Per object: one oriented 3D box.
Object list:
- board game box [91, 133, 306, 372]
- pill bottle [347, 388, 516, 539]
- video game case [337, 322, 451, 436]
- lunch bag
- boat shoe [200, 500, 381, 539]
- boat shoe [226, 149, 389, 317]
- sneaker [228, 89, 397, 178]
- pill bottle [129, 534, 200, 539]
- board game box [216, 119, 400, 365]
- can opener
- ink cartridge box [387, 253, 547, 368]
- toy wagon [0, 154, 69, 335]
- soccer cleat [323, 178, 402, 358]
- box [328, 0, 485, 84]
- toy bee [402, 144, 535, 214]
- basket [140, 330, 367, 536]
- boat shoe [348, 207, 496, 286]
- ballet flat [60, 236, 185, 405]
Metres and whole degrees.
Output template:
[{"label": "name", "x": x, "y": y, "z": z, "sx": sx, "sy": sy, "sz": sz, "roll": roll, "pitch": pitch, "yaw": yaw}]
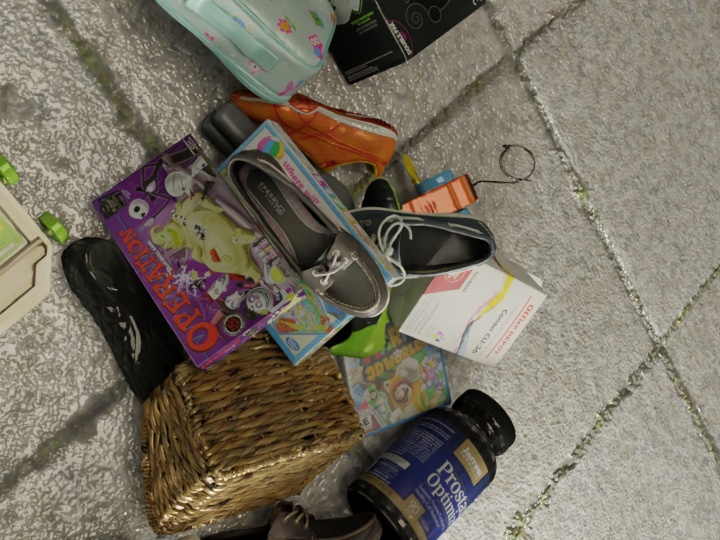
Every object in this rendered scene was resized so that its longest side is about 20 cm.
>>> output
[{"label": "board game box", "x": -0.154, "y": -0.021, "z": 0.757, "sx": 0.120, "sy": 0.032, "sz": 0.201, "roll": -37, "pitch": 73, "yaw": -3}, {"label": "pill bottle", "x": 0.088, "y": 0.233, "z": 0.935, "sx": 0.199, "sy": 0.111, "sz": 0.113, "roll": -38, "pitch": 108, "yaw": -26}, {"label": "video game case", "x": 0.035, "y": 0.083, "z": 0.959, "sx": 0.142, "sy": 0.018, "sz": 0.203, "roll": -14, "pitch": 96, "yaw": -31}, {"label": "lunch bag", "x": -0.120, "y": -0.272, "z": 0.801, "sx": 0.199, "sy": 0.077, "sz": 0.162, "roll": 38, "pitch": 39, "yaw": -25}, {"label": "boat shoe", "x": -0.075, "y": 0.282, "z": 0.831, "sx": 0.197, "sy": 0.074, "sz": 0.074, "roll": -15, "pitch": 91, "yaw": -12}, {"label": "boat shoe", "x": -0.054, "y": -0.031, "z": 0.742, "sx": 0.067, "sy": 0.057, "sz": 0.200, "roll": -44, "pitch": 81, "yaw": 14}, {"label": "sneaker", "x": -0.051, "y": -0.149, "z": 0.882, "sx": 0.198, "sy": 0.073, "sz": 0.078, "roll": 16, "pitch": 107, "yaw": -21}, {"label": "pill bottle", "x": -0.236, "y": 0.315, "z": 0.731, "sx": 0.198, "sy": 0.111, "sz": 0.113, "roll": -12, "pitch": 95, "yaw": -32}, {"label": "board game box", "x": -0.074, "y": -0.028, "z": 0.796, "sx": 0.134, "sy": 0.034, "sz": 0.201, "roll": -40, "pitch": 82, "yaw": 13}, {"label": "can opener", "x": -0.082, "y": -0.109, "z": 0.874, "sx": 0.200, "sy": 0.053, "sz": 0.067, "roll": 47, "pitch": 54, "yaw": -22}, {"label": "ink cartridge box", "x": 0.137, "y": 0.038, "z": 0.948, "sx": 0.198, "sy": 0.068, "sz": 0.117, "roll": 22, "pitch": 110, "yaw": -33}, {"label": "toy wagon", "x": -0.364, "y": -0.037, "z": 0.701, "sx": 0.155, "sy": 0.039, "sz": 0.201, "roll": -45, "pitch": 111, "yaw": -25}, {"label": "soccer cleat", "x": 0.000, "y": 0.000, "z": 0.877, "sx": 0.080, "sy": 0.067, "sz": 0.203, "roll": 1, "pitch": 102, "yaw": -28}, {"label": "box", "x": 0.016, "y": -0.342, "z": 0.895, "sx": 0.148, "sy": 0.124, "sz": 0.201, "roll": -41, "pitch": 111, "yaw": -27}, {"label": "toy bee", "x": 0.102, "y": -0.077, "z": 0.968, "sx": 0.197, "sy": 0.109, "sz": 0.133, "roll": -4, "pitch": 91, "yaw": -4}, {"label": "basket", "x": -0.123, "y": 0.158, "z": 0.812, "sx": 0.198, "sy": 0.149, "sz": 0.144, "roll": -6, "pitch": 59, "yaw": -44}, {"label": "boat shoe", "x": 0.040, "y": -0.022, "z": 0.820, "sx": 0.197, "sy": 0.062, "sz": 0.076, "roll": 3, "pitch": 103, "yaw": -3}, {"label": "ballet flat", "x": -0.226, "y": 0.056, "z": 0.788, "sx": 0.066, "sy": 0.056, "sz": 0.202, "roll": -39, "pitch": 115, "yaw": -41}]
